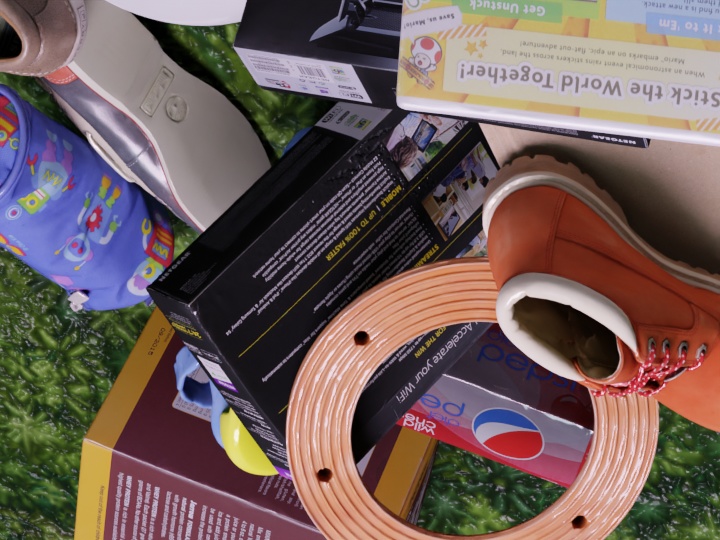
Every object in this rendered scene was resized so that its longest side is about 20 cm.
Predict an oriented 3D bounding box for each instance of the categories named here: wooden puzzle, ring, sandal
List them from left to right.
[{"bbox_3d":[-0.055,0.011,1.354,0.079,0.201,0.087,26,170,-41],"label":"sandal"},{"bbox_3d":[0.059,0.082,1.261,0.199,0.019,0.202,-1,116,-3],"label":"ring"},{"bbox_3d":[0.169,-0.045,1.191,0.184,0.037,0.201,-9,128,23],"label":"wooden puzzle"}]

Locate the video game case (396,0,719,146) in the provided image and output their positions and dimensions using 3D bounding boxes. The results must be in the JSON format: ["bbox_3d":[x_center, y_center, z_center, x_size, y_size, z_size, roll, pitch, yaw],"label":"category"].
[{"bbox_3d":[0.117,-0.151,1.034,0.199,0.023,0.183,8,103,17],"label":"video game case"}]

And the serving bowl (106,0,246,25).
[{"bbox_3d":[-0.106,-0.201,1.238,0.199,0.066,0.201,14,138,12],"label":"serving bowl"}]

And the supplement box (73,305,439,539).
[{"bbox_3d":[-0.068,0.153,1.541,0.199,0.133,0.198,20,139,7],"label":"supplement box"}]

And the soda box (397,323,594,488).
[{"bbox_3d":[0.070,0.063,1.423,0.199,0.070,0.064,21,139,6],"label":"soda box"}]

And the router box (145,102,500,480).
[{"bbox_3d":[0.000,0.000,1.295,0.051,0.200,0.149,21,150,54],"label":"router box"}]

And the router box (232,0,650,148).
[{"bbox_3d":[0.056,-0.153,1.132,0.199,0.158,0.052,11,163,18],"label":"router box"}]

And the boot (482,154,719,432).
[{"bbox_3d":[0.139,0.038,1.174,0.200,0.107,0.075,34,120,-19],"label":"boot"}]

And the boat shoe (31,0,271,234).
[{"bbox_3d":[-0.123,-0.084,1.366,0.062,0.071,0.200,-5,137,47],"label":"boat shoe"}]

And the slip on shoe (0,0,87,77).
[{"bbox_3d":[-0.246,-0.153,1.280,0.199,0.061,0.076,24,115,12],"label":"slip on shoe"}]

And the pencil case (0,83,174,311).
[{"bbox_3d":[-0.181,-0.038,1.376,0.078,0.087,0.200,18,169,28],"label":"pencil case"}]
